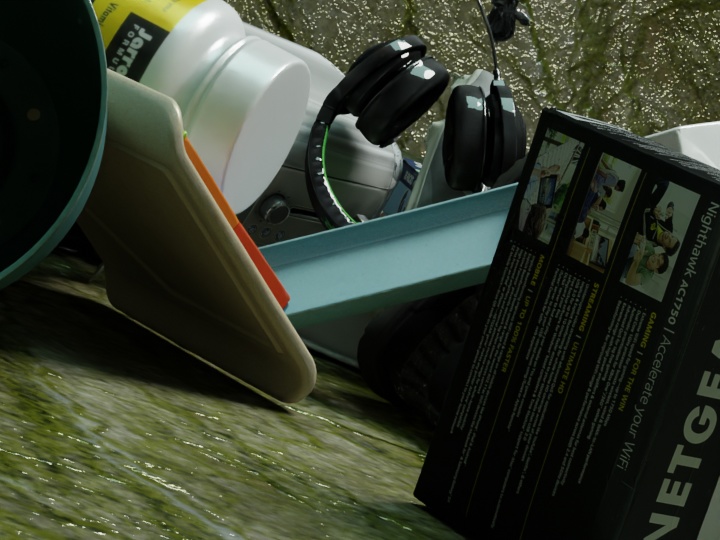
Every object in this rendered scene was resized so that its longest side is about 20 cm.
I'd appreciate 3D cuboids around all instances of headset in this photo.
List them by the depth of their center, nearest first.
[{"bbox_3d":[0.045,-0.089,1.574,0.123,0.200,0.094,28,-17,3],"label":"headset"}]

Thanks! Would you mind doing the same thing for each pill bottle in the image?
[{"bbox_3d":[-0.135,-0.117,1.467,0.200,0.115,0.114,27,8,16],"label":"pill bottle"}]

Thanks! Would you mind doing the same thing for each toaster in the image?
[{"bbox_3d":[-0.065,-0.083,1.651,0.129,0.114,0.200,16,25,-40],"label":"toaster"}]

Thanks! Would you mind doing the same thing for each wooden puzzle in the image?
[{"bbox_3d":[-0.111,-0.035,1.384,0.185,0.037,0.200,26,-30,44],"label":"wooden puzzle"}]

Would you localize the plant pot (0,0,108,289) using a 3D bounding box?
[{"bbox_3d":[-0.212,-0.071,1.247,0.200,0.201,0.161,20,-6,2],"label":"plant pot"}]

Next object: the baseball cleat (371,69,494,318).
[{"bbox_3d":[0.072,-0.033,1.612,0.106,0.200,0.070,21,-33,5],"label":"baseball cleat"}]

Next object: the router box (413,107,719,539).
[{"bbox_3d":[0.110,0.042,1.205,0.051,0.201,0.149,12,11,-35],"label":"router box"}]

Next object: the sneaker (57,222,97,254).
[{"bbox_3d":[-0.167,-0.039,1.663,0.084,0.077,0.200,42,19,24],"label":"sneaker"}]

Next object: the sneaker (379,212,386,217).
[{"bbox_3d":[-0.043,-0.033,1.882,0.106,0.075,0.200,24,8,11],"label":"sneaker"}]

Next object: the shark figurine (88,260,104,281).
[{"bbox_3d":[-0.161,-0.035,1.524,0.128,0.090,0.214,28,21,19],"label":"shark figurine"}]

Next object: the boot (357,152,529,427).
[{"bbox_3d":[0.108,0.020,1.466,0.079,0.211,0.158,48,-12,-27],"label":"boot"}]

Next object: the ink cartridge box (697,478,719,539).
[{"bbox_3d":[0.247,0.102,1.355,0.199,0.146,0.084,19,6,-9],"label":"ink cartridge box"}]

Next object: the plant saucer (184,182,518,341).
[{"bbox_3d":[0.000,0.000,1.467,0.199,0.019,0.070,-13,36,10],"label":"plant saucer"}]

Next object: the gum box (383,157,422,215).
[{"bbox_3d":[0.123,-0.013,1.767,0.199,0.045,0.170,20,7,-11],"label":"gum box"}]

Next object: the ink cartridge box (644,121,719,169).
[{"bbox_3d":[0.178,-0.044,1.627,0.116,0.067,0.200,-9,-3,-35],"label":"ink cartridge box"}]

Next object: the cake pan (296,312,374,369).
[{"bbox_3d":[0.019,0.036,1.679,0.200,0.037,0.200,20,7,-3],"label":"cake pan"}]
